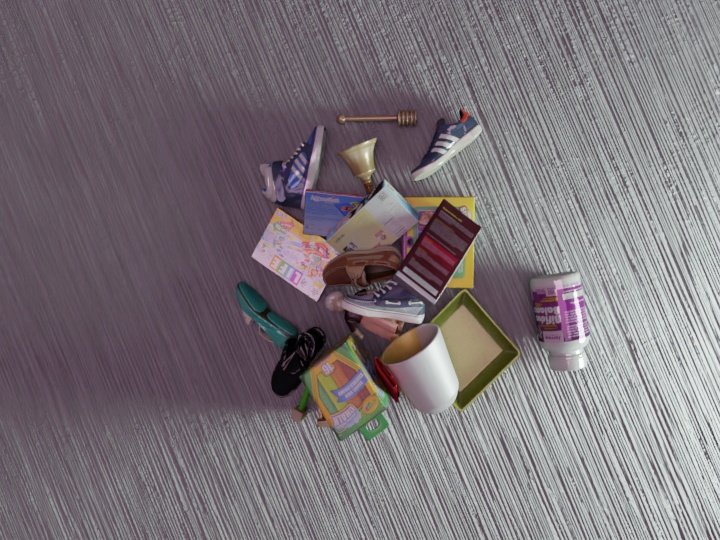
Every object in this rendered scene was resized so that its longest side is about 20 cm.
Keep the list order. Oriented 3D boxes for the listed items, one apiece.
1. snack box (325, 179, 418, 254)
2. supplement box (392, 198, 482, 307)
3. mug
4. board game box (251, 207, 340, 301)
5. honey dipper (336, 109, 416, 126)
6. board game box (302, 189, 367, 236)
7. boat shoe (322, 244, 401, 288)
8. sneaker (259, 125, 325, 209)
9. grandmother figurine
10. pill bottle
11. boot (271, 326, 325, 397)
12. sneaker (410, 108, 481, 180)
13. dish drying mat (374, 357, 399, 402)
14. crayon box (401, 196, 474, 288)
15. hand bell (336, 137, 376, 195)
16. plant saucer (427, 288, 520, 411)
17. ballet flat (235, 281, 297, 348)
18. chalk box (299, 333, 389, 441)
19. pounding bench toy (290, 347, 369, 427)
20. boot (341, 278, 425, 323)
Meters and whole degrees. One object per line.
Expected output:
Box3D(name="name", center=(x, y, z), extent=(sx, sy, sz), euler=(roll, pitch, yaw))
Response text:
Box3D(name="snack box", center=(0.025, -0.098, 1.199), extent=(0.115, 0.038, 0.199), euler=(38, 121, -22))
Box3D(name="supplement box", center=(0.166, -0.037, 1.150), extent=(0.107, 0.061, 0.203), euler=(35, 80, 3))
Box3D(name="mug", center=(0.138, 0.221, 1.170), extent=(0.147, 0.186, 0.156), euler=(-32, 101, -6))
Box3D(name="board game box", center=(-0.150, -0.038, 1.282), extent=(0.196, 0.034, 0.137), euler=(32, 95, 5))
Box3D(name="honey dipper", center=(0.038, -0.359, 1.252), extent=(0.191, 0.038, 0.040), euler=(0, 92, 9))
Box3D(name="board game box", center=(-0.036, -0.127, 1.232), extent=(0.191, 0.020, 0.107), euler=(6, 116, -3))
Box3D(name="boat shoe", center=(0.000, 0.000, 1.205), extent=(0.193, 0.073, 0.077), euler=(-18, 130, 16))
Box3D(name="sneaker", center=(-0.168, -0.256, 1.254), extent=(0.141, 0.081, 0.208), euler=(15, 99, 2))
Box3D(name="grandmother figurine", center=(0.008, 0.101, 1.257), extent=(0.193, 0.061, 0.125), euler=(22, 85, 3))
Box3D(name="pill bottle", center=(0.447, 0.113, 1.178), extent=(0.108, 0.112, 0.209), euler=(-10, 90, 6))
Box3D(name="boot", center=(-0.161, 0.220, 1.223), extent=(0.076, 0.168, 0.202), euler=(38, 95, 6))
Box3D(name="sneaker", center=(0.182, -0.293, 1.220), extent=(0.198, 0.075, 0.086), euler=(-38, 89, -4))
Box3D(name="dish drying mat", center=(0.059, 0.244, 1.165), extent=(0.018, 0.201, 0.077), euler=(-37, 69, -9))
Box3D(name="crayon box", center=(0.180, -0.066, 1.232), extent=(0.165, 0.058, 0.209), euler=(1, 92, 5))
Box3D(name="hand bell", center=(0.021, -0.196, 1.246), extent=(0.100, 0.104, 0.207), euler=(-17, 103, 6))
Box3D(name="plant saucer", center=(0.237, 0.184, 1.237), extent=(0.199, 0.048, 0.201), euler=(-43, 86, 6))
Box3D(name="ballet flat", center=(-0.242, 0.118, 1.284), extent=(0.199, 0.067, 0.071), euler=(41, 110, 6))
Box3D(name="chalk box", center=(-0.018, 0.259, 1.104), extent=(0.123, 0.124, 0.203), euler=(-35, 87, 6))
Box3D(name="pounding bench toy", center=(-0.074, 0.266, 1.236), extent=(0.191, 0.124, 0.163), euler=(-6, 91, 7))
Box3D(name="boot", center=(0.056, 0.056, 1.194), extent=(0.192, 0.073, 0.094), euler=(9, 101, -8))
